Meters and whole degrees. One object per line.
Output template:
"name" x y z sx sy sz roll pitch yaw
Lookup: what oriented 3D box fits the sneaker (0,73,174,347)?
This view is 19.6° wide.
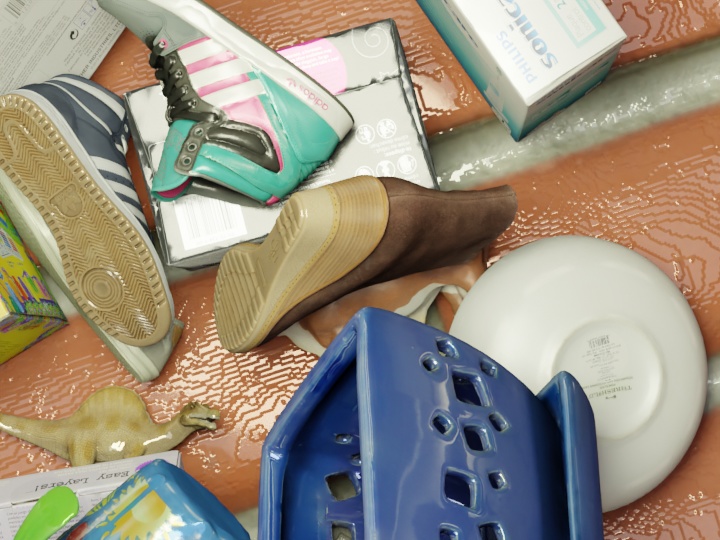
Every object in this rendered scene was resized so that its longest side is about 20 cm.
"sneaker" -0.179 -0.049 1.469 0.070 0.109 0.201 -27 100 23

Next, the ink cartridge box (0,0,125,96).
"ink cartridge box" -0.272 -0.183 1.463 0.076 0.200 0.137 34 88 35

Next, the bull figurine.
"bull figurine" 0.009 0.025 1.508 0.199 0.065 0.122 -24 90 4

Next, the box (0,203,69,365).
"box" -0.318 -0.018 1.459 0.121 0.200 0.194 -30 85 2

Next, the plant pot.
"plant pot" 0.047 0.165 1.344 0.178 0.200 0.201 12 54 -18

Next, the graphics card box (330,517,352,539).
"graphics card box" -0.034 0.279 1.479 0.125 0.051 0.201 34 87 -24

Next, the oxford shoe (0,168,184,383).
"oxford shoe" -0.199 -0.010 1.518 0.058 0.075 0.200 -39 87 -11

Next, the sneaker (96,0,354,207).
"sneaker" -0.117 -0.108 1.402 0.199 0.084 0.121 34 81 3

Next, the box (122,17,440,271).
"box" -0.052 -0.085 1.492 0.198 0.115 0.133 -15 87 3

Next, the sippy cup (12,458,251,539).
"sippy cup" -0.143 0.202 1.383 0.140 0.178 0.130 43 93 13

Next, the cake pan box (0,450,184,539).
"cake pan box" -0.199 0.231 1.481 0.198 0.052 0.186 -11 112 3

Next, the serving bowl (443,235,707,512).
"serving bowl" 0.161 0.075 1.467 0.198 0.066 0.202 0 88 -16

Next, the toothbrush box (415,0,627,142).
"toothbrush box" 0.103 -0.181 1.446 0.085 0.200 0.147 -35 85 1

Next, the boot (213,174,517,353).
"boot" 0.000 0.000 1.428 0.165 0.200 0.073 -2 64 -28

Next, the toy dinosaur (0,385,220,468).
"toy dinosaur" -0.196 0.134 1.527 0.198 0.058 0.102 0 74 9
